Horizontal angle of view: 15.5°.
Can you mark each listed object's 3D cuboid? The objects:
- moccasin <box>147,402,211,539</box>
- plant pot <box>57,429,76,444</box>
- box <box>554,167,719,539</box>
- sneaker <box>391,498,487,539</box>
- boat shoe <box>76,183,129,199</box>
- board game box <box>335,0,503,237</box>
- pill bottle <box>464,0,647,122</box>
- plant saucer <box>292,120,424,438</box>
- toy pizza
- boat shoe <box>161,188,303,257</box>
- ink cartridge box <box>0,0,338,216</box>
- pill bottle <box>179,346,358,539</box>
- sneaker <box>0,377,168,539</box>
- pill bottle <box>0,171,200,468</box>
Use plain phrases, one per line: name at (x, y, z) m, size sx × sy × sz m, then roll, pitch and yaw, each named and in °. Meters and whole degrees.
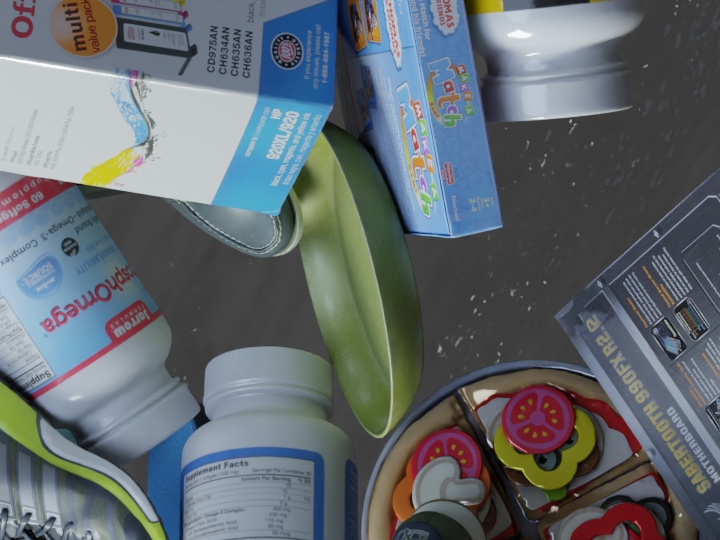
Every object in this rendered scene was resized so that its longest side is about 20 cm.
moccasin at (-0.089, 0.183, 1.722) m, size 0.080 × 0.068 × 0.200 m, roll -34°, pitch 61°, yaw 49°
plant pot at (-0.267, 0.098, 1.780) m, size 0.200 × 0.200 × 0.188 m, roll -9°, pitch 79°, yaw 39°
box at (0.221, 0.058, 1.465) m, size 0.158 × 0.048 × 0.200 m, roll -45°, pitch 71°, yaw 36°
sneaker at (0.050, 0.231, 1.455) m, size 0.067 × 0.090 × 0.200 m, roll -12°, pitch 92°, yaw 18°
boat shoe at (-0.155, -0.081, 1.723) m, size 0.200 × 0.075 × 0.062 m, roll -8°, pitch 95°, yaw 38°
board game box at (0.027, -0.097, 1.526) m, size 0.200 × 0.037 × 0.151 m, roll -170°, pitch 70°, yaw -77°
pill bottle at (0.101, -0.186, 1.473) m, size 0.112 × 0.112 × 0.200 m, roll -2°, pitch 97°, yaw 39°
plant saucer at (0.000, 0.000, 1.585) m, size 0.200 × 0.031 × 0.200 m, roll 166°, pitch 90°, yaw -77°
toy pizza at (0.097, 0.147, 1.523) m, size 0.200 × 0.032 × 0.200 m, roll -3°, pitch 74°, yaw 10°
boat shoe at (-0.123, -0.074, 1.632) m, size 0.200 × 0.062 × 0.073 m, roll 43°, pitch 120°, yaw 3°
ink cartridge box at (-0.125, -0.140, 1.538) m, size 0.145 × 0.200 × 0.147 m, roll 122°, pitch 153°, yaw -62°
pill bottle at (-0.056, 0.154, 1.634) m, size 0.112 × 0.112 × 0.200 m, roll -22°, pitch 57°, yaw 39°
sneaker at (-0.197, 0.146, 1.633) m, size 0.200 × 0.081 × 0.074 m, roll 33°, pitch 153°, yaw 21°
pill bottle at (-0.190, 0.028, 1.680) m, size 0.109 × 0.109 × 0.200 m, roll -31°, pitch 95°, yaw 38°
